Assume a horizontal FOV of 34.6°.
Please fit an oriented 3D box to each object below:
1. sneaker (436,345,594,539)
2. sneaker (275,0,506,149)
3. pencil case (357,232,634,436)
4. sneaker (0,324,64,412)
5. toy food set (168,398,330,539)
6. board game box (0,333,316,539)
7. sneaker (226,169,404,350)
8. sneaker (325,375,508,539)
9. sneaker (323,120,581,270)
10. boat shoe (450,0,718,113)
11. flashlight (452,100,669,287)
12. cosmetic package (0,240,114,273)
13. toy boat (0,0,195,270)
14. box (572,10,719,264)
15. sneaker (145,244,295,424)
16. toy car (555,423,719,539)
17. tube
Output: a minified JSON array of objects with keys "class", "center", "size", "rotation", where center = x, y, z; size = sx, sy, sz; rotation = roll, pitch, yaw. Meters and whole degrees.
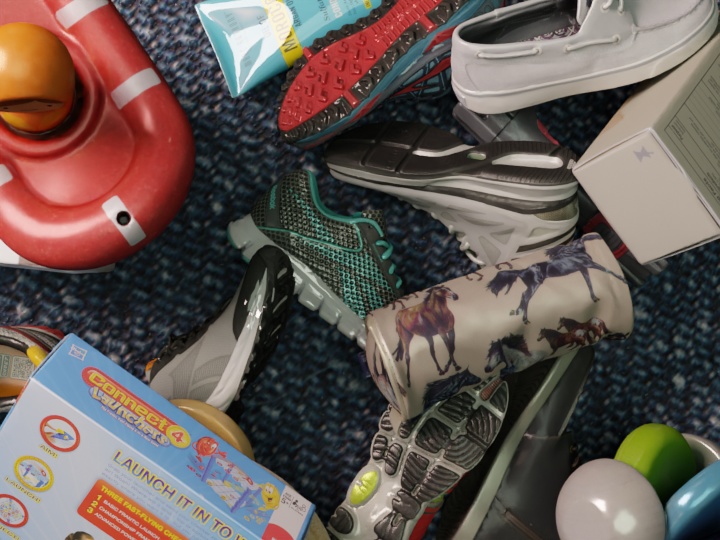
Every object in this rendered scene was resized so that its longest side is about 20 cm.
[{"class":"sneaker","center":[0.147,0.145,0.890],"size":[0.106,0.075,0.201],"rotation":[28,93,-12]},{"class":"sneaker","center":[0.030,-0.146,0.866],"size":[0.199,0.095,0.080],"rotation":[-35,51,11]},{"class":"pencil case","center":[0.099,0.040,0.811],"size":[0.198,0.078,0.090],"rotation":[-19,131,-13]},{"class":"sneaker","center":[-0.305,0.065,0.832],"size":[0.198,0.082,0.079],"rotation":[-1,90,-5]},{"class":"toy food set","center":[-0.110,0.199,0.828],"size":[0.199,0.049,0.198],"rotation":[37,120,-6]},{"class":"board game box","center":[-0.164,0.174,0.769],"size":[0.199,0.056,0.196],"rotation":[36,120,-5]},{"class":"sneaker","center":[0.000,0.000,0.863],"size":[0.199,0.078,0.092],"rotation":[37,93,-6]},{"class":"sneaker","center":[0.038,0.151,0.864],"size":[0.077,0.085,0.201],"rotation":[38,93,16]},{"class":"sneaker","center":[0.066,-0.041,0.874],"size":[0.199,0.076,0.116],"rotation":[11,128,20]},{"class":"boat shoe","center":[0.158,-0.175,0.822],"size":[0.198,0.069,0.072],"rotation":[-12,50,4]},{"class":"flashlight","center":[0.163,-0.077,0.894],"size":[0.200,0.068,0.068],"rotation":[43,90,0]},{"class":"cosmetic package","center":[-0.247,-0.087,0.779],"size":[0.163,0.200,0.167],"rotation":[6,88,-6]},{"class":"toy boat","center":[-0.175,-0.096,0.622],"size":[0.130,0.131,0.201],"rotation":[-36,95,-7]},{"class":"box","center":[0.245,-0.104,0.840],"size":[0.095,0.078,0.200],"rotation":[52,52,-10]},{"class":"sneaker","center":[-0.109,0.064,0.829],"size":[0.079,0.074,0.201],"rotation":[32,115,5]},{"class":"toy car","center":[0.240,0.212,0.828],"size":[0.174,0.149,0.202],"rotation":[-3,89,-45]},{"class":"tube","center":[-0.021,-0.205,0.885],"size":[0.198,0.050,0.078],"rotation":[-23,80,-1]}]
